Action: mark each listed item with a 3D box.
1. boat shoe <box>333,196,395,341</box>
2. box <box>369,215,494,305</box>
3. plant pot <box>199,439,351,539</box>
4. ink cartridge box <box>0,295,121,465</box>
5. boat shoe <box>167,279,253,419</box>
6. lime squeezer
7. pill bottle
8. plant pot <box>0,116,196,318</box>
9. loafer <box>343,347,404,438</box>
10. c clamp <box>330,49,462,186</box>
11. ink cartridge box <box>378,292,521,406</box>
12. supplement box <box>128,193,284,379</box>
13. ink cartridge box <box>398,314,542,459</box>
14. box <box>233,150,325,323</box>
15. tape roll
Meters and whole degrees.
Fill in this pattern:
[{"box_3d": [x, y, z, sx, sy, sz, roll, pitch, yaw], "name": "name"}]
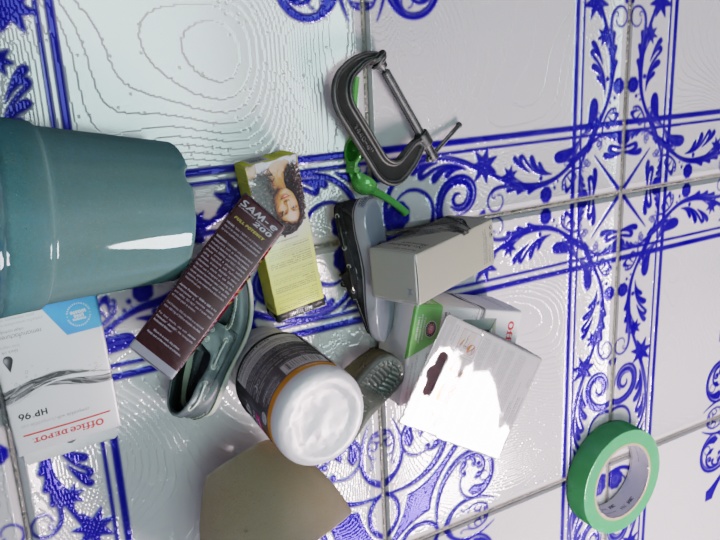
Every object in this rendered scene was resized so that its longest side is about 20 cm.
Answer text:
[{"box_3d": [0.000, 0.000, 0.973, 0.070, 0.065, 0.204, -47, 133, -52], "name": "boat shoe"}, {"box_3d": [0.101, -0.019, 0.975, 0.198, 0.081, 0.070, -24, 115, -49], "name": "box"}, {"box_3d": [-0.128, 0.300, 0.919, 0.197, 0.201, 0.136, -27, 78, -21], "name": "plant pot"}, {"box_3d": [-0.339, 0.126, 0.807, 0.114, 0.068, 0.205, -14, 109, -25], "name": "ink cartridge box"}, {"box_3d": [-0.185, 0.087, 0.874, 0.061, 0.072, 0.205, 3, 107, -61], "name": "boat shoe"}, {"box_3d": [0.010, -0.149, 0.956, 0.070, 0.038, 0.203, -30, 113, -16], "name": "lime squeezer"}, {"box_3d": [-0.087, 0.142, 0.877, 0.114, 0.199, 0.120, -7, 105, -27], "name": "pill bottle"}, {"box_3d": [-0.284, -0.058, 0.734, 0.193, 0.198, 0.206, -6, 105, -36], "name": "plant pot"}, {"box_3d": [-0.021, 0.184, 1.002, 0.199, 0.070, 0.075, -42, 115, 5], "name": "loafer"}, {"box_3d": [0.043, -0.209, 0.958, 0.201, 0.027, 0.172, 49, 62, -31], "name": "c clamp"}, {"box_3d": [0.129, 0.114, 1.059, 0.196, 0.084, 0.149, 4, 101, -30], "name": "ink cartridge box"}, {"box_3d": [-0.166, 0.016, 0.802, 0.060, 0.109, 0.202, 36, 85, -7], "name": "supplement box"}, {"box_3d": [0.149, 0.161, 1.008, 0.197, 0.050, 0.164, 25, 91, -29], "name": "ink cartridge box"}, {"box_3d": [-0.101, -0.043, 0.912, 0.074, 0.050, 0.205, -20, 112, -24], "name": "box"}, {"box_3d": [0.473, 0.384, 1.340, 0.196, 0.048, 0.206, -7, 105, -28], "name": "tape roll"}]
